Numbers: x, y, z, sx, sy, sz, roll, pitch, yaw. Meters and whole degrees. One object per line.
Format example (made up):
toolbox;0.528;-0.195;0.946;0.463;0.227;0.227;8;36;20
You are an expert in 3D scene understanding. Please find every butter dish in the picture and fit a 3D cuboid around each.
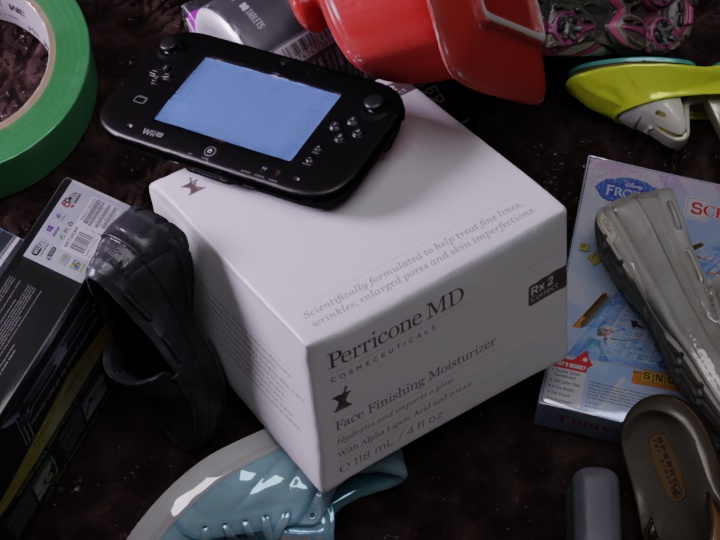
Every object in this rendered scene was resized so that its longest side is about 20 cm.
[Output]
butter dish;0.021;-0.195;1.042;0.146;0.199;0.202;-14;85;24

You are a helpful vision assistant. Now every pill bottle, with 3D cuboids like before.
pill bottle;-0.012;-0.189;1.158;0.199;0.107;0.106;-34;68;-17

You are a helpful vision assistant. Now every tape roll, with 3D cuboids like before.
tape roll;-0.297;-0.146;1.202;0.197;0.048;0.203;1;63;-1

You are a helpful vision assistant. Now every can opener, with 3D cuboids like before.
can opener;0.132;0.224;1.017;0.066;0.054;0.202;3;62;-1

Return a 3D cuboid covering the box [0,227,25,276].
box;-0.333;0.049;1.061;0.198;0.124;0.198;25;63;11

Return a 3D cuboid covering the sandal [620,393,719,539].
sandal;0.214;0.175;1.014;0.081;0.054;0.202;-26;76;32

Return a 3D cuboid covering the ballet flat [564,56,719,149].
ballet flat;0.253;-0.124;1.196;0.197;0.067;0.068;-3;76;-4

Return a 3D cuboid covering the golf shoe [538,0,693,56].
golf shoe;0.143;-0.188;1.182;0.198;0.092;0.074;7;84;-28

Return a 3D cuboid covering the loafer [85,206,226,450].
loafer;-0.133;0.049;1.020;0.068;0.202;0.070;26;55;29

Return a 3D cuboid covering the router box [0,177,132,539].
router box;-0.206;0.065;1.033;0.052;0.158;0.201;23;64;12

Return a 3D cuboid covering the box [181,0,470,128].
box;-0.028;-0.149;1.217;0.142;0.036;0.201;-26;65;-13

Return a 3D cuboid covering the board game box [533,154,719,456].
board game box;0.235;0.033;1.124;0.197;0.041;0.202;13;64;6

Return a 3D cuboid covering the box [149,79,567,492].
box;0.000;0.000;1.043;0.197;0.132;0.200;-26;45;-21

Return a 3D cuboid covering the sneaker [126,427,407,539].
sneaker;-0.057;0.153;1.038;0.199;0.074;0.082;-31;63;-16

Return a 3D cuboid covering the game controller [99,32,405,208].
game controller;-0.071;-0.099;1.033;0.198;0.042;0.104;18;47;28

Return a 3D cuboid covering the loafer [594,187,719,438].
loafer;0.225;0.029;1.063;0.069;0.070;0.201;-25;65;-3
